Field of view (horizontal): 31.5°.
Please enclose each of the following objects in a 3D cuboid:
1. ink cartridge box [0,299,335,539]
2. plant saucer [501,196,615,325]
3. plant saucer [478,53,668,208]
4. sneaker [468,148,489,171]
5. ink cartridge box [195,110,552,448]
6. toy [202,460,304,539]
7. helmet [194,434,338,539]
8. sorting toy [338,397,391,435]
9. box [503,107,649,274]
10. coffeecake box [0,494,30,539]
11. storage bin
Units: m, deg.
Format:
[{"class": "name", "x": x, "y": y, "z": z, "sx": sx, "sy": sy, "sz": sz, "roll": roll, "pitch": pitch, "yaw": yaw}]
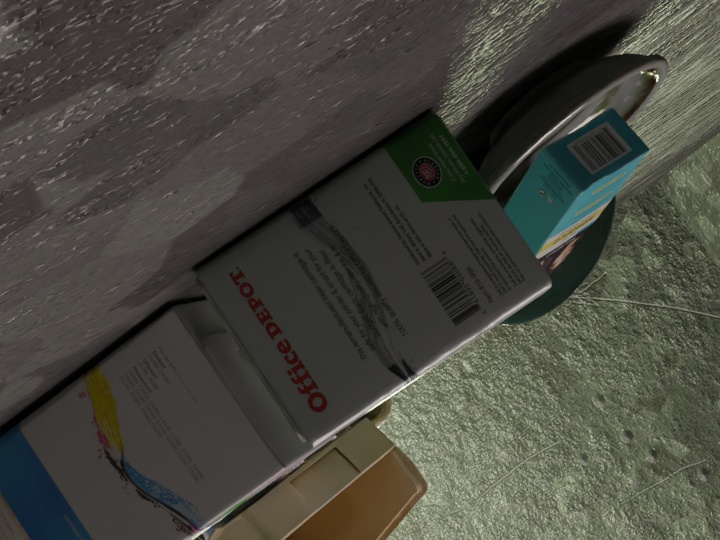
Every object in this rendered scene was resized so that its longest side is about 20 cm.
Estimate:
[{"class": "ink cartridge box", "x": -0.152, "y": 0.135, "z": 0.991, "sx": 0.200, "sy": 0.146, "sz": 0.147, "roll": -37, "pitch": 174, "yaw": 13}, {"class": "plant saucer", "x": 0.179, "y": -0.035, "z": 1.252, "sx": 0.039, "sy": 0.201, "sz": 0.201, "roll": 26, "pitch": 130, "yaw": -35}, {"class": "plant saucer", "x": 0.164, "y": -0.122, "z": 1.064, "sx": 0.200, "sy": 0.050, "sz": 0.200, "roll": -35, "pitch": 167, "yaw": -10}, {"class": "sneaker", "x": 0.147, "y": -0.086, "z": 1.187, "sx": 0.200, "sy": 0.075, "sz": 0.081, "roll": -33, "pitch": 173, "yaw": -18}, {"class": "ink cartridge box", "x": 0.008, "y": 0.009, "z": 0.888, "sx": 0.200, "sy": 0.147, "sz": 0.083, "roll": -33, "pitch": 174, "yaw": -3}, {"class": "toy", "x": -0.114, "y": 0.152, "z": 1.135, "sx": 0.115, "sy": 0.200, "sz": 0.047, "roll": -29, "pitch": -153, "yaw": -17}, {"class": "helmet", "x": -0.128, "y": 0.186, "z": 1.275, "sx": 0.191, "sy": 0.200, "sz": 0.200, "roll": -34, "pitch": 173, "yaw": -10}, {"class": "sorting toy", "x": -0.011, "y": 0.089, "z": 1.358, "sx": 0.036, "sy": 0.200, "sz": 0.185, "roll": 9, "pitch": 158, "yaw": -16}, {"class": "box", "x": 0.162, "y": -0.049, "z": 1.078, "sx": 0.082, "sy": 0.049, "sz": 0.200, "roll": -31, "pitch": 164, "yaw": -26}, {"class": "coffeecake box", "x": -0.290, "y": 0.257, "z": 1.161, "sx": 0.200, "sy": 0.154, "sz": 0.073, "roll": -34, "pitch": 174, "yaw": 5}, {"class": "storage bin", "x": -0.061, "y": 0.246, "z": 1.085, "sx": 0.200, "sy": 0.094, "sz": 0.199, "roll": -30, "pitch": 159, "yaw": -53}]
